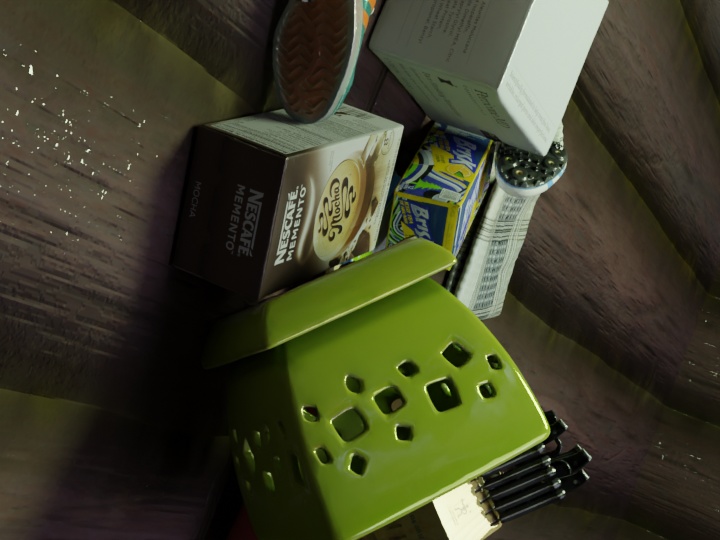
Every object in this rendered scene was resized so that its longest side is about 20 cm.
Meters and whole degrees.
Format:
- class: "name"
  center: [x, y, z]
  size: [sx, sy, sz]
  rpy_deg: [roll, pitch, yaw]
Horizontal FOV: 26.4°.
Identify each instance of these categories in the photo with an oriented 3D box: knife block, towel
- class: "knife block"
  center: [0.087, 0.181, 1.278]
  size: [0.175, 0.199, 0.064]
  rpy_deg: [-24, 91, -45]
- class: "towel"
  center: [0.160, -0.036, 1.766]
  size: [0.192, 0.034, 0.201]
  rpy_deg: [4, 105, -67]

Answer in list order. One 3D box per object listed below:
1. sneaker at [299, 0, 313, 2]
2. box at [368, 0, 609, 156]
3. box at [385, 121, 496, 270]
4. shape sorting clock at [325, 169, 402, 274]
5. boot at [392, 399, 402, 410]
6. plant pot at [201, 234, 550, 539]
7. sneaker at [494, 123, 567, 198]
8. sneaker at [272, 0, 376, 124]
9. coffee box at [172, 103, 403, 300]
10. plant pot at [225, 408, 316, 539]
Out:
- class: "sneaker"
  center: [-0.055, -0.253, 0.970]
  size: [0.076, 0.115, 0.201]
  rpy_deg: [-57, 155, -27]
- class: "box"
  center: [0.127, -0.238, 1.388]
  size: [0.201, 0.130, 0.199]
  rpy_deg: [-68, 158, -5]
- class: "box"
  center: [0.079, -0.077, 1.445]
  size: [0.200, 0.064, 0.070]
  rpy_deg: [-59, 159, -60]
- class: "shape sorting clock"
  center: [0.000, 0.000, 1.416]
  size: [0.200, 0.039, 0.201]
  rpy_deg: [10, 90, -72]
- class: "boot"
  center: [0.024, 0.177, 1.604]
  size: [0.200, 0.076, 0.156]
  rpy_deg: [-48, 154, -57]
- class: "plant pot"
  center: [-0.003, 0.090, 1.187]
  size: [0.199, 0.182, 0.199]
  rpy_deg: [-23, 180, -23]
- class: "sneaker"
  center: [0.165, -0.107, 1.524]
  size: [0.200, 0.071, 0.073]
  rpy_deg: [-64, 172, -65]
- class: "sneaker"
  center: [-0.012, -0.211, 1.162]
  size: [0.080, 0.071, 0.201]
  rpy_deg: [-16, 120, -60]
- class: "coffee box"
  center: [-0.052, -0.060, 1.189]
  size: [0.200, 0.079, 0.114]
  rpy_deg: [-25, 132, -61]
- class: "plant pot"
  center: [-0.021, 0.227, 1.387]
  size: [0.178, 0.200, 0.200]
  rpy_deg: [-54, 156, -7]
